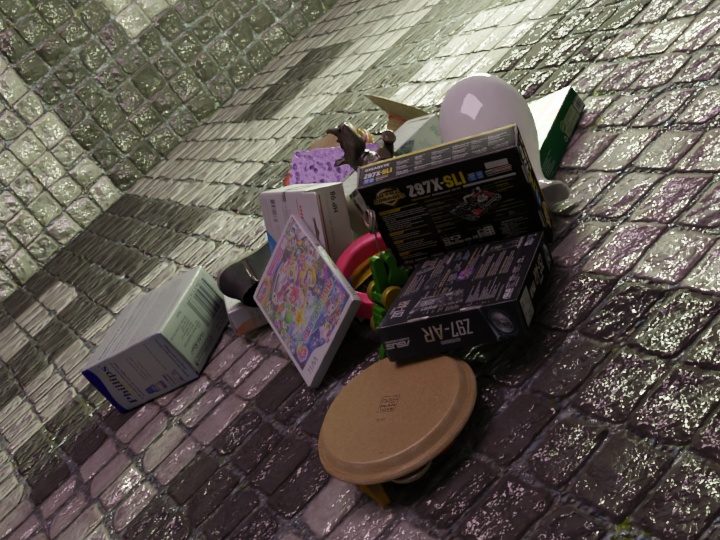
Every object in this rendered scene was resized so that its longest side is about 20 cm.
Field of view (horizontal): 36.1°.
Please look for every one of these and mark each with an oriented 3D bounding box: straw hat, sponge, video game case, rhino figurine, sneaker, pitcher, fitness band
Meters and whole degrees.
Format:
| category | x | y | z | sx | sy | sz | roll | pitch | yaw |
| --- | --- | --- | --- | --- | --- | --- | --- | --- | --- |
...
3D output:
| category | x | y | z | sx | sy | sz | roll | pitch | yaw |
| --- | --- | --- | --- | --- | --- | --- | --- | --- | --- |
| straw hat | 0.085 | -0.217 | 1.795 | 0.201 | 0.200 | 0.086 | 28 | 102 | 68 |
| sponge | -0.015 | -0.144 | 1.735 | 0.199 | 0.030 | 0.112 | -5 | 60 | 14 |
| video game case | -0.075 | 0.038 | 1.479 | 0.200 | 0.018 | 0.144 | 52 | 124 | 44 |
| rhino figurine | 0.033 | -0.143 | 1.516 | 0.060 | 0.199 | 0.088 | -49 | -19 | -32 |
| sneaker | -0.117 | -0.006 | 1.712 | 0.200 | 0.075 | 0.106 | -34 | 31 | -16 |
| pitcher | 0.163 | -0.139 | 1.442 | 0.171 | 0.121 | 0.201 | -40 | 58 | 31 |
| fitness band | 0.055 | 0.002 | 1.437 | 0.199 | 0.038 | 0.144 | 4 | 49 | 36 |

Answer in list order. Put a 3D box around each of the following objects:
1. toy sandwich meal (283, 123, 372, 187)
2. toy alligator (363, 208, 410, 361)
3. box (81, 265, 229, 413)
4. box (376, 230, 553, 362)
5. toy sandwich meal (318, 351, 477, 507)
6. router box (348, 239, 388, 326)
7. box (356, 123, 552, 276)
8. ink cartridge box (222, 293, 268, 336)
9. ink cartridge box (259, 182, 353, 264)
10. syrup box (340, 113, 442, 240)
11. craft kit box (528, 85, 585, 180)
| category | x | y | z | sx | sy | sz | roll | pitch | yaw |
| --- | --- | --- | --- | --- | --- | --- | --- | --- | --- |
| toy sandwich meal | -0.067 | -0.160 | 1.854 | 0.204 | 0.070 | 0.206 | -24 | 46 | 27 |
| toy alligator | 0.041 | 0.020 | 1.334 | 0.054 | 0.201 | 0.059 | -11 | 14 | -20 |
| box | -0.336 | 0.116 | 1.854 | 0.199 | 0.105 | 0.184 | -25 | 25 | 32 |
| box | 0.122 | 0.026 | 1.236 | 0.159 | 0.044 | 0.200 | -14 | 18 | 22 |
| toy sandwich meal | 0.043 | 0.162 | 1.170 | 0.204 | 0.070 | 0.206 | -23 | 30 | 15 |
| router box | 0.000 | 0.000 | 1.590 | 0.149 | 0.051 | 0.200 | -43 | 20 | -14 |
| box | 0.116 | -0.078 | 1.329 | 0.199 | 0.160 | 0.050 | -14 | 40 | 18 |
| ink cartridge box | -0.125 | 0.024 | 1.801 | 0.199 | 0.050 | 0.162 | -21 | 20 | -4 |
| ink cartridge box | -0.068 | -0.062 | 1.577 | 0.066 | 0.117 | 0.200 | -14 | 10 | -26 |
| syrup box | 0.049 | -0.138 | 1.625 | 0.200 | 0.079 | 0.081 | -45 | 20 | -24 |
| craft kit box | 0.209 | -0.164 | 1.591 | 0.197 | 0.049 | 0.200 | -25 | 25 | 41 |
